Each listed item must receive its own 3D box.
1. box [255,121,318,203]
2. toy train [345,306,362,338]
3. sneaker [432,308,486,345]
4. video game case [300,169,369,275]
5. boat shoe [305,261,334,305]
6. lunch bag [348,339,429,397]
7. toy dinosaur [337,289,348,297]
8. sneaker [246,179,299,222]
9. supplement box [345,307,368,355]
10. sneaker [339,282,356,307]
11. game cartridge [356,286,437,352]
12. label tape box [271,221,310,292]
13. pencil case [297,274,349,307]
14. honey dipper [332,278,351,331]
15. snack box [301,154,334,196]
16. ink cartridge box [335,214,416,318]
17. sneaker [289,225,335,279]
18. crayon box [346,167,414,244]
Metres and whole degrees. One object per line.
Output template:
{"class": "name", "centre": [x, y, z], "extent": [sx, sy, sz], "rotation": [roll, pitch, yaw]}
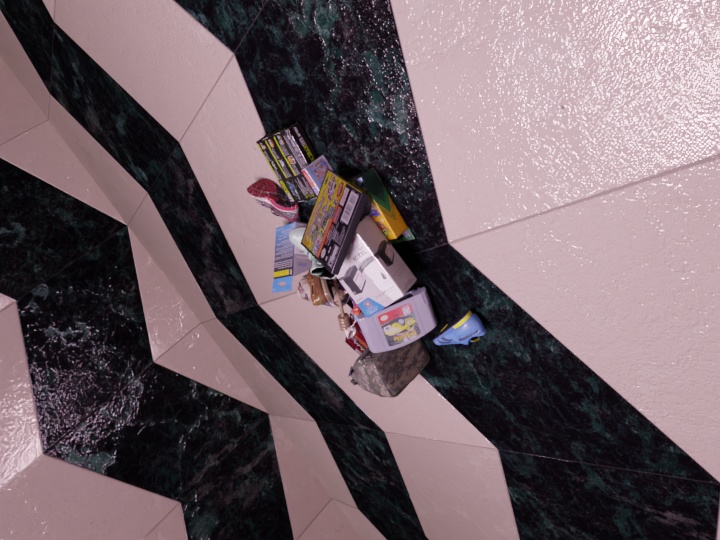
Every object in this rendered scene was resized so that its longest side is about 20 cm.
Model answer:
{"class": "box", "centre": [-0.177, -0.284, 1.579], "extent": [0.192, 0.047, 0.202], "rotation": [2, 127, 57]}
{"class": "toy train", "centre": [0.052, 0.130, 1.619], "extent": [0.055, 0.197, 0.153], "rotation": [34, 124, 34]}
{"class": "sneaker", "centre": [0.249, 0.166, 1.486], "extent": [0.078, 0.066, 0.200], "rotation": [44, 151, 1]}
{"class": "video game case", "centre": [-0.066, -0.119, 1.407], "extent": [0.180, 0.025, 0.204], "rotation": [40, 113, 50]}
{"class": "boat shoe", "centre": [-0.133, 0.017, 1.747], "extent": [0.202, 0.067, 0.073], "rotation": [-106, -9, -46]}
{"class": "lunch bag", "centre": [0.075, 0.264, 1.708], "extent": [0.141, 0.200, 0.167], "rotation": [56, 149, -13]}
{"class": "toy dinosaur", "centre": [0.000, 0.000, 1.636], "extent": [0.197, 0.085, 0.139], "rotation": [-11, 82, 40]}
{"class": "sneaker", "centre": [-0.265, -0.207, 1.756], "extent": [0.198, 0.080, 0.076], "rotation": [32, 149, 29]}
{"class": "supplement box", "centre": [0.014, 0.195, 1.855], "extent": [0.108, 0.061, 0.202], "rotation": [40, 150, 19]}
{"class": "sneaker", "centre": [0.004, 0.096, 1.729], "extent": [0.201, 0.083, 0.081], "rotation": [49, 151, 7]}
{"class": "game cartridge", "centre": [0.100, 0.136, 1.542], "extent": [0.041, 0.196, 0.135], "rotation": [-111, -3, -57]}
{"class": "label tape box", "centre": [-0.208, -0.035, 1.780], "extent": [0.143, 0.062, 0.206], "rotation": [-8, 78, 57]}
{"class": "pencil case", "centre": [-0.115, 0.064, 1.858], "extent": [0.197, 0.090, 0.078], "rotation": [10, 143, 46]}
{"class": "honey dipper", "centre": [-0.061, 0.092, 1.766], "extent": [0.038, 0.038, 0.204], "rotation": [20, 132, 41]}
{"class": "snack box", "centre": [-0.068, -0.191, 1.503], "extent": [0.202, 0.072, 0.024], "rotation": [56, 150, -11]}
{"class": "ink cartridge box", "centre": [0.018, -0.008, 1.439], "extent": [0.144, 0.084, 0.201], "rotation": [-34, 96, 42]}
{"class": "sneaker", "centre": [-0.126, -0.048, 1.579], "extent": [0.197, 0.118, 0.075], "rotation": [24, 128, 15]}
{"class": "crayon box", "centre": [0.035, -0.141, 1.441], "extent": [0.125, 0.051, 0.202], "rotation": [-9, 117, 58]}
